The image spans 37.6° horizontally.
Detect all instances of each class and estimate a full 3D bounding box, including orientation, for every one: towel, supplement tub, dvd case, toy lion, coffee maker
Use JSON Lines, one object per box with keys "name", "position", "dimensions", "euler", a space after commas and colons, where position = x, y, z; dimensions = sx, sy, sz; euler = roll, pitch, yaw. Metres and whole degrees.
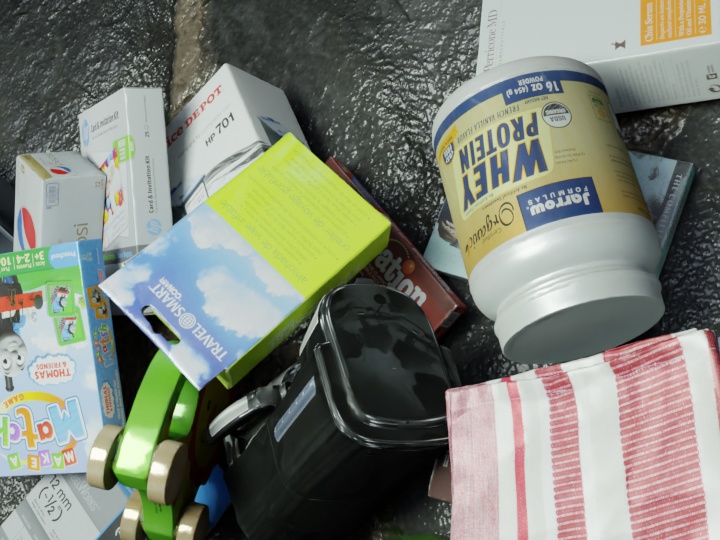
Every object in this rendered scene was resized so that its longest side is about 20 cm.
{"name": "towel", "position": [0.137, 0.125, 0.657], "dimensions": [0.199, 0.023, 0.145], "euler": [-20, 60, 36]}
{"name": "supplement tub", "position": [0.142, -0.044, 0.804], "dimensions": [0.144, 0.144, 0.201], "euler": [-21, 64, 18]}
{"name": "dvd case", "position": [0.162, -0.043, 0.890], "dimensions": [0.199, 0.022, 0.147], "euler": [18, 81, 29]}
{"name": "toy lion", "position": [-0.144, 0.123, 0.873], "dimensions": [0.068, 0.200, 0.193], "euler": [11, 59, 8]}
{"name": "coffee maker", "position": [-0.007, 0.138, 0.808], "dimensions": [0.193, 0.134, 0.200], "euler": [55, 138, 15]}

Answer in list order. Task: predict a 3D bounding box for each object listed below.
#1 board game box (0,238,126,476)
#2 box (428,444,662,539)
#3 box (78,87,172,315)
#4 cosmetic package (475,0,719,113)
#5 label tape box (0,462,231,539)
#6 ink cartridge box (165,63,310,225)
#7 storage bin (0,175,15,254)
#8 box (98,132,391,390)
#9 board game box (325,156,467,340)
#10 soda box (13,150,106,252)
{"name": "board game box", "position": [-0.287, 0.081, 0.951], "dimensions": [0.150, 0.037, 0.202], "euler": [-8, 91, 26]}
{"name": "box", "position": [0.152, 0.152, 0.740], "dimensions": [0.199, 0.100, 0.075], "euler": [-2, 69, 54]}
{"name": "box", "position": [-0.219, -0.059, 0.993], "dimensions": [0.156, 0.041, 0.202], "euler": [-3, 91, 61]}
{"name": "cosmetic package", "position": [0.203, -0.190, 0.882], "dimensions": [0.199, 0.071, 0.102], "euler": [-6, 59, 24]}
{"name": "label tape box", "position": [-0.225, 0.225, 0.964], "dimensions": [0.200, 0.066, 0.143], "euler": [-50, 58, 5]}
{"name": "ink cartridge box", "position": [-0.112, -0.064, 0.975], "dimensions": [0.146, 0.086, 0.201], "euler": [-41, 56, 25]}
{"name": "storage bin", "position": [-0.446, -0.026, 1.131], "dimensions": [0.199, 0.146, 0.135], "euler": [-32, 34, 13]}
{"name": "box", "position": [-0.086, -0.004, 0.820], "dimensions": [0.122, 0.048, 0.200], "euler": [42, 68, 17]}
{"name": "board game box", "position": [0.000, 0.000, 0.945], "dimensions": [0.103, 0.019, 0.200], "euler": [-49, 58, 16]}
{"name": "soda box", "position": [-0.293, -0.009, 1.016], "dimensions": [0.068, 0.063, 0.201], "euler": [35, 124, 43]}
